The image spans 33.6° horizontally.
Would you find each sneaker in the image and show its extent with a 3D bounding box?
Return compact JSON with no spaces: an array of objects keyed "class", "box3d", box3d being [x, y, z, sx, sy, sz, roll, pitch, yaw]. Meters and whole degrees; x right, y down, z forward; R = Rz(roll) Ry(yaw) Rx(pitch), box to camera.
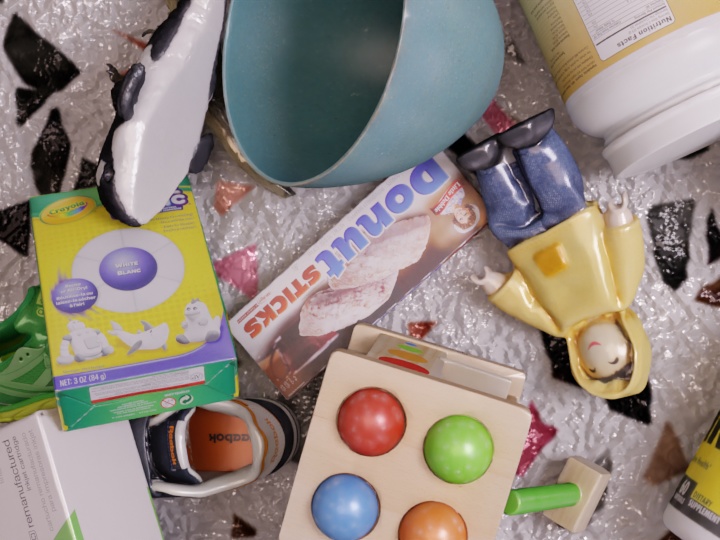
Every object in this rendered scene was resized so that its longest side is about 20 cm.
[{"class":"sneaker","box3d":[-0.147,0.123,0.842,0.198,0.079,0.079,-10,86,9]},{"class":"sneaker","box3d":[-0.202,0.049,0.844,0.199,0.074,0.084,-19,125,7]}]

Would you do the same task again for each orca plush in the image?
[{"class":"orca plush","box3d":[-0.149,-0.132,0.818,0.071,0.105,0.202,11,92,27]}]

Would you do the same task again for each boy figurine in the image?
[{"class":"boy figurine","box3d":[0.134,-0.002,0.803,0.124,0.064,0.201,-22,96,26]}]

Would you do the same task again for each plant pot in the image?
[{"class":"plant pot","box3d":[0.016,-0.148,0.793,0.199,0.134,0.202,-9,78,51]}]

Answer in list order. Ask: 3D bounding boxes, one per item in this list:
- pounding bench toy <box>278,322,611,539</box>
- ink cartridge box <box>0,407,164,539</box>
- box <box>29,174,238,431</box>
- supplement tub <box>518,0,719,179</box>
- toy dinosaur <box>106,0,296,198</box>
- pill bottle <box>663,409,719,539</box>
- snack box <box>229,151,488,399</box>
[{"class":"pounding bench toy","box3d":[0.067,0.129,0.761,0.199,0.156,0.125,17,96,4]},{"class":"ink cartridge box","box3d":[-0.239,0.186,0.814,0.199,0.084,0.146,-23,82,29]},{"class":"box","box3d":[-0.157,0.006,0.806,0.116,0.049,0.201,-10,47,-13]},{"class":"supplement tub","box3d":[0.182,-0.175,0.778,0.144,0.144,0.201,-24,84,6]},{"class":"toy dinosaur","box3d":[-0.128,-0.129,0.872,0.088,0.047,0.201,-24,87,-1]},{"class":"pill bottle","box3d":[0.288,0.102,0.760,0.114,0.114,0.201,29,90,9]},{"class":"snack box","box3d":[0.000,0.000,0.853,0.200,0.024,0.072,-42,84,4]}]
